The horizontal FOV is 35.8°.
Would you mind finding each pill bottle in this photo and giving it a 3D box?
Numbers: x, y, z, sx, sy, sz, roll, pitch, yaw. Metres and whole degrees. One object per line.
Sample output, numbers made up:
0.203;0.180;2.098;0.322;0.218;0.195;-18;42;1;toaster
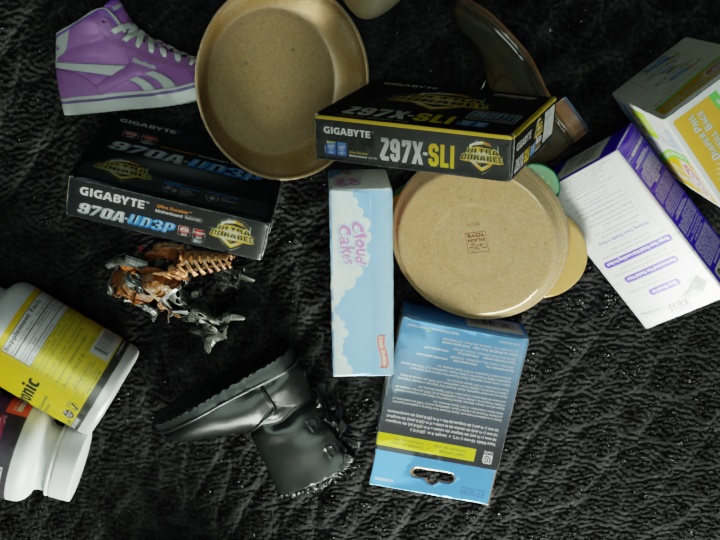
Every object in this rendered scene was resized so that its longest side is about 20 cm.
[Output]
-0.351;0.082;1.207;0.199;0.111;0.112;32;102;-8;pill bottle
-0.406;0.189;1.234;0.199;0.111;0.112;17;104;-5;pill bottle

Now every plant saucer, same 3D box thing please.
-0.084;-0.194;1.142;0.199;0.035;0.202;-6;102;-31;plant saucer

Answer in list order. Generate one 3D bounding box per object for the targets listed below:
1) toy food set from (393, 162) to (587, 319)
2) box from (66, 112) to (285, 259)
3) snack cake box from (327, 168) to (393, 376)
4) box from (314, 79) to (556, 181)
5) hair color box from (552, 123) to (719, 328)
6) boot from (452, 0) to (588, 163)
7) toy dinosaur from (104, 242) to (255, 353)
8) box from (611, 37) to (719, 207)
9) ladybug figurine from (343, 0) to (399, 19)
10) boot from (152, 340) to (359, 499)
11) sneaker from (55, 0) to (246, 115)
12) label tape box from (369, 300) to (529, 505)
0.129;-0.041;1.189;0.199;0.049;0.199;-22;107;25;toy food set
-0.181;-0.089;1.137;0.198;0.159;0.046;13;121;-4;box
0.000;0.000;1.187;0.067;0.115;0.202;-1;104;0;snack cake box
0.075;-0.141;1.094;0.199;0.160;0.050;9;116;21;box
0.296;-0.044;1.183;0.109;0.065;0.200;-29;105;44;hair color box
0.142;-0.186;1.162;0.097;0.075;0.200;-42;103;7;boot
-0.192;0.015;1.167;0.135;0.200;0.103;29;84;-31;toy dinosaur
0.342;-0.152;1.108;0.101;0.200;0.113;-37;102;9;box
0.005;-0.349;1.092;0.071;0.136;0.202;-15;93;-20;ladybug figurine
-0.113;0.187;1.261;0.197;0.073;0.163;-28;107;6;boot
-0.219;-0.225;1.150;0.199;0.073;0.115;-5;102;1;sneaker
0.095;0.148;1.254;0.143;0.063;0.202;11;104;-4;label tape box
